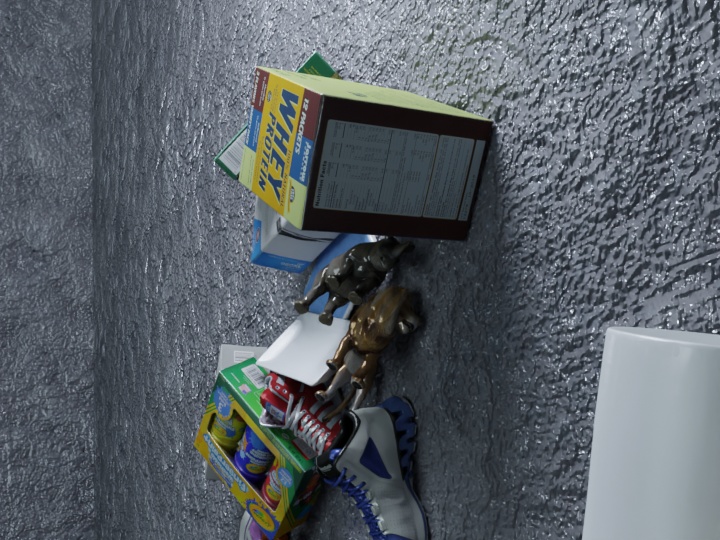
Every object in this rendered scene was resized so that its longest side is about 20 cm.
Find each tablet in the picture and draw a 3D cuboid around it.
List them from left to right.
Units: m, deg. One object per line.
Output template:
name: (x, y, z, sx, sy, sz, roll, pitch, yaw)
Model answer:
tablet: (-0.029, 0.005, 1.178, 0.201, 0.014, 0.131, -65, 35, 35)

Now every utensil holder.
utensil holder: (0.222, 0.143, 0.522, 0.170, 0.169, 0.202, 6, 90, 62)

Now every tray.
tray: (-0.066, 0.108, 1.153, 0.107, 0.022, 0.200, -46, 21, -18)

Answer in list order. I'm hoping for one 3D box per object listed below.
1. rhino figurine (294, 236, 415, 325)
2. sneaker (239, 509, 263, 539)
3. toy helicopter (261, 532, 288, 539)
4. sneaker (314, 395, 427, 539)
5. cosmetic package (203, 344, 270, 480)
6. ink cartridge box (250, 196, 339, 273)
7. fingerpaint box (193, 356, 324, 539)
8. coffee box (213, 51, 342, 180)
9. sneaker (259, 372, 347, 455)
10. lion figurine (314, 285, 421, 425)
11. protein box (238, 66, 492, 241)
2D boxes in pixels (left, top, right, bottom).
rhino figurine: (0.000, 0.000, 1.041, 0.060, 0.088, 0.200, 47, 140, -8)
sneaker: (-0.133, 0.436, 1.301, 0.114, 0.072, 0.202, 27, 108, 39)
toy helicopter: (-0.114, 0.475, 1.210, 0.200, 0.079, 0.133, 38, 121, 32)
sneaker: (0.005, 0.247, 0.981, 0.080, 0.114, 0.201, -33, 59, 58)
cosmetic package: (-0.203, 0.234, 1.396, 0.107, 0.089, 0.202, -115, 32, -69)
ink cartridge box: (-0.078, -0.104, 1.185, 0.200, 0.084, 0.146, -41, 42, 55)
fingerpaint box: (-0.142, 0.257, 1.232, 0.200, 0.073, 0.168, 44, 130, 25)
coffee box: (-0.108, -0.207, 1.163, 0.200, 0.044, 0.123, -46, 3, 6)
sneaker: (-0.069, 0.204, 1.128, 0.200, 0.112, 0.072, 55, 135, 50)
lion figurine: (0.003, 0.105, 1.039, 0.123, 0.072, 0.200, -56, -3, -35)
protein box: (-0.002, -0.129, 0.936, 0.198, 0.198, 0.136, 38, 120, 57)
